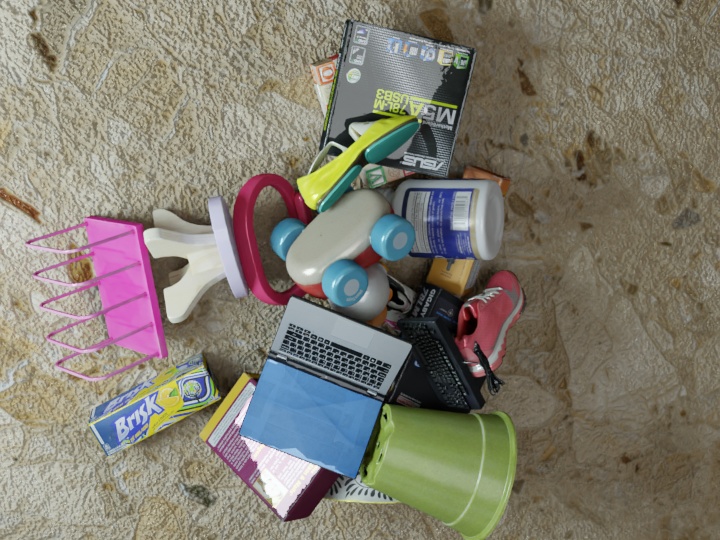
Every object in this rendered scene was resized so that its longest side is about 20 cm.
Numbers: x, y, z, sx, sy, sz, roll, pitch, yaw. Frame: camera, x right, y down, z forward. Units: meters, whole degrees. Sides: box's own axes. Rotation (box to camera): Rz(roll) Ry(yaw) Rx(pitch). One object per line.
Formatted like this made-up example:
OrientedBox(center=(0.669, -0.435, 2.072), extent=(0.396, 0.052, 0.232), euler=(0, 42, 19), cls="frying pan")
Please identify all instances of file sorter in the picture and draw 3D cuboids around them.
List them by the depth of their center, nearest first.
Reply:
OrientedBox(center=(-0.382, 0.040, 1.313), extent=(0.125, 0.138, 0.202), euler=(-24, 114, -43), cls="file sorter")

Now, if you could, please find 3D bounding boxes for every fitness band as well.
OrientedBox(center=(-0.127, -0.047, 1.383), extent=(0.143, 0.037, 0.202), euler=(-31, 115, -45), cls="fitness band")

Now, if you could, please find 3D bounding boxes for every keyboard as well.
OrientedBox(center=(0.141, 0.141, 1.371), extent=(0.126, 0.021, 0.201), euler=(-5, 132, 32), cls="keyboard")

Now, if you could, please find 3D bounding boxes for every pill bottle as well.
OrientedBox(center=(0.108, -0.079, 1.391), extent=(0.198, 0.120, 0.121), euler=(3, 109, 24), cls="pill bottle")

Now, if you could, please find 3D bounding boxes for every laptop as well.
OrientedBox(center=(-0.051, 0.168, 1.304), extent=(0.186, 0.116, 0.201), euler=(21, 134, -4), cls="laptop")

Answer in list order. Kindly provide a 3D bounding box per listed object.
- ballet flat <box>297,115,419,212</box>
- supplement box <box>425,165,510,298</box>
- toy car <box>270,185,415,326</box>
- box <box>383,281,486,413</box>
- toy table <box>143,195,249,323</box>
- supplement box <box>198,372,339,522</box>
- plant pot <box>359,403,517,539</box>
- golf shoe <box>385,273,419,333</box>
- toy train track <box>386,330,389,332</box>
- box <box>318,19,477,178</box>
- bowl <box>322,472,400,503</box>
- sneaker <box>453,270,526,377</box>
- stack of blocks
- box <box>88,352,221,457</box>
OrientedBox(center=(-0.008, -0.168, 1.296), extent=(0.200, 0.067, 0.067), euler=(-41, 75, -3), cls="ballet flat")
OrientedBox(center=(0.172, -0.062, 1.465), extent=(0.066, 0.069, 0.202), euler=(23, 101, 19), cls="supplement box")
OrientedBox(center=(0.000, 0.000, 1.345), extent=(0.177, 0.184, 0.201), euler=(-43, 132, -11), cls="toy car")
OrientedBox(center=(0.131, 0.148, 1.476), extent=(0.199, 0.049, 0.200), euler=(32, 81, -42), cls="box")
OrientedBox(center=(-0.237, -0.023, 1.343), extent=(0.116, 0.185, 0.201), euler=(-14, 142, -3), cls="toy table")
OrientedBox(center=(-0.130, 0.271, 1.428), extent=(0.200, 0.103, 0.131), euler=(40, 96, 23), cls="supplement box")
OrientedBox(center=(0.106, 0.283, 1.372), extent=(0.188, 0.200, 0.202), euler=(18, 101, -14), cls="plant pot")
OrientedBox(center=(0.063, 0.060, 1.471), extent=(0.199, 0.092, 0.073), euler=(34, 94, -21), cls="golf shoe")
OrientedBox(center=(0.025, 0.112, 1.450), extent=(0.199, 0.033, 0.115), euler=(27, 98, -35), cls="toy train track")
OrientedBox(center=(0.054, -0.248, 1.340), extent=(0.198, 0.048, 0.195), euler=(10, 102, -15), cls="box")
OrientedBox(center=(0.022, 0.320, 1.503), extent=(0.198, 0.201, 0.095), euler=(1, 84, -13), cls="bowl")
OrientedBox(center=(0.198, 0.064, 1.427), extent=(0.087, 0.073, 0.201), euler=(47, 48, -28), cls="sneaker")
OrientedBox(center=(0.008, -0.231, 1.391), extent=(0.114, 0.059, 0.202), euler=(-20, 109, -7), cls="stack of blocks")
OrientedBox(center=(-0.321, 0.209, 1.436), extent=(0.199, 0.070, 0.065), euler=(-28, 108, -4), cls="box")
